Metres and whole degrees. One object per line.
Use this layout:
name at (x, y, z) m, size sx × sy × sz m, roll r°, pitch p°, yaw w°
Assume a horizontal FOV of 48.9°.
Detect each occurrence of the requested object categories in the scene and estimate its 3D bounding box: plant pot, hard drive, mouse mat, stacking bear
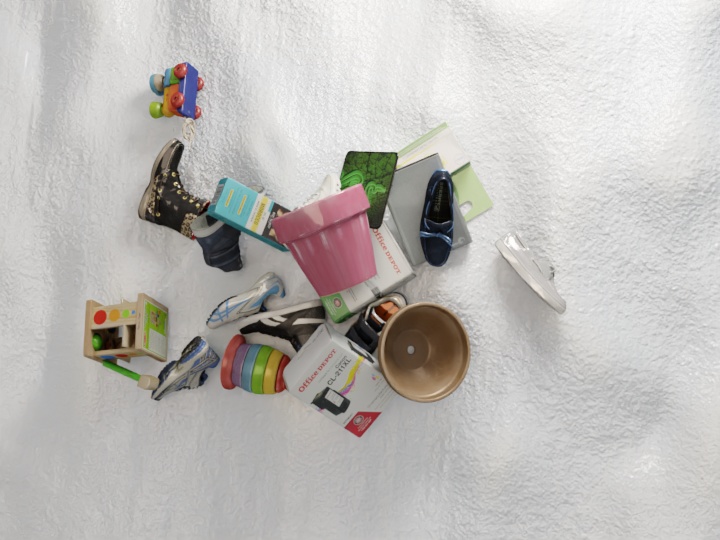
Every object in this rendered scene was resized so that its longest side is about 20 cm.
plant pot at (0.120, 0.167, 1.630) m, size 0.198 × 0.093 × 0.204 m, roll 1°, pitch 86°, yaw -19°
hard drive at (0.136, -0.126, 1.660) m, size 0.138 × 0.033 × 0.202 m, roll -22°, pitch 104°, yaw 9°
plant pot at (-0.056, -0.054, 1.574) m, size 0.198 × 0.200 × 0.181 m, roll -20°, pitch 96°, yaw 10°
mouse mat at (0.005, -0.173, 1.667) m, size 0.199 × 0.007 × 0.163 m, roll 13°, pitch 89°, yaw 56°
stacking bear at (-0.191, 0.218, 1.705) m, size 0.197 × 0.114 × 0.123 m, roll 11°, pitch 89°, yaw 7°

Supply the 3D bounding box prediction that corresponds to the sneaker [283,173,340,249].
sneaker at (-0.104, -0.125, 1.698) m, size 0.080 × 0.075 × 0.202 m, roll 28°, pitch 74°, yaw -20°

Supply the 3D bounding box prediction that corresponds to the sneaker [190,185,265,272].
sneaker at (-0.276, -0.088, 1.756) m, size 0.076 × 0.147 × 0.202 m, roll 20°, pitch 48°, yaw 40°

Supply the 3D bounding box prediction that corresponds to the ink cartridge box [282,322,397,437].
ink cartridge box at (-0.039, 0.227, 1.630) m, size 0.199 × 0.083 × 0.146 m, roll 36°, pitch 99°, yaw -24°

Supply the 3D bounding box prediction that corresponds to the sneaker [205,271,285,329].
sneaker at (-0.255, 0.080, 1.743) m, size 0.199 × 0.072 × 0.073 m, roll -32°, pitch 88°, yaw 11°

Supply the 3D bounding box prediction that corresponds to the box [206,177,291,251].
box at (-0.222, -0.117, 1.690) m, size 0.199 × 0.049 × 0.083 m, roll 27°, pitch 77°, yaw -30°

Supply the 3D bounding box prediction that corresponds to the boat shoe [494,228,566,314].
boat shoe at (0.363, -0.001, 1.626) m, size 0.068 × 0.072 × 0.201 m, roll -41°, pitch 71°, yaw 6°

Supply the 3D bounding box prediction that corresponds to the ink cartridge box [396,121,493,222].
ink cartridge box at (0.173, -0.192, 1.682) m, size 0.145 × 0.048 × 0.202 m, roll -31°, pitch 79°, yaw 9°

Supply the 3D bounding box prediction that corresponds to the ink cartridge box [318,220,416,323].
ink cartridge box at (0.000, 0.000, 1.686) m, size 0.199 × 0.083 × 0.148 m, roll -31°, pitch 80°, yaw 9°

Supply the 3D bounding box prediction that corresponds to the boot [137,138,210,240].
boot at (-0.404, -0.179, 1.785) m, size 0.149 × 0.073 × 0.202 m, roll 27°, pitch 96°, yaw 13°

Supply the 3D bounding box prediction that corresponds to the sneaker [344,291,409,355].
sneaker at (0.020, 0.124, 1.679) m, size 0.078 × 0.079 × 0.201 m, roll 41°, pitch 97°, yaw 10°

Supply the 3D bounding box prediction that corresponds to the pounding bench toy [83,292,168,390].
pounding bench toy at (-0.523, 0.170, 1.739) m, size 0.154 × 0.124 × 0.203 m, roll -8°, pitch 70°, yaw 11°

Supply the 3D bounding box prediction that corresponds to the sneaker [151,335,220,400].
sneaker at (-0.388, 0.237, 1.755) m, size 0.085 × 0.077 × 0.200 m, roll 40°, pitch 115°, yaw -20°

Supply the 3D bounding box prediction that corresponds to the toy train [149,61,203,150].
toy train at (-0.428, -0.363, 1.788) m, size 0.114 × 0.085 × 0.203 m, roll -3°, pitch 76°, yaw 23°

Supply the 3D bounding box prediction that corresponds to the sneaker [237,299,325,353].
sneaker at (-0.166, 0.139, 1.717) m, size 0.198 × 0.073 × 0.113 m, roll -16°, pitch 82°, yaw 9°

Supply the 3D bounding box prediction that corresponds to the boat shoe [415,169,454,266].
boat shoe at (0.152, -0.101, 1.612) m, size 0.083 × 0.069 × 0.203 m, roll -4°, pitch 107°, yaw 4°
